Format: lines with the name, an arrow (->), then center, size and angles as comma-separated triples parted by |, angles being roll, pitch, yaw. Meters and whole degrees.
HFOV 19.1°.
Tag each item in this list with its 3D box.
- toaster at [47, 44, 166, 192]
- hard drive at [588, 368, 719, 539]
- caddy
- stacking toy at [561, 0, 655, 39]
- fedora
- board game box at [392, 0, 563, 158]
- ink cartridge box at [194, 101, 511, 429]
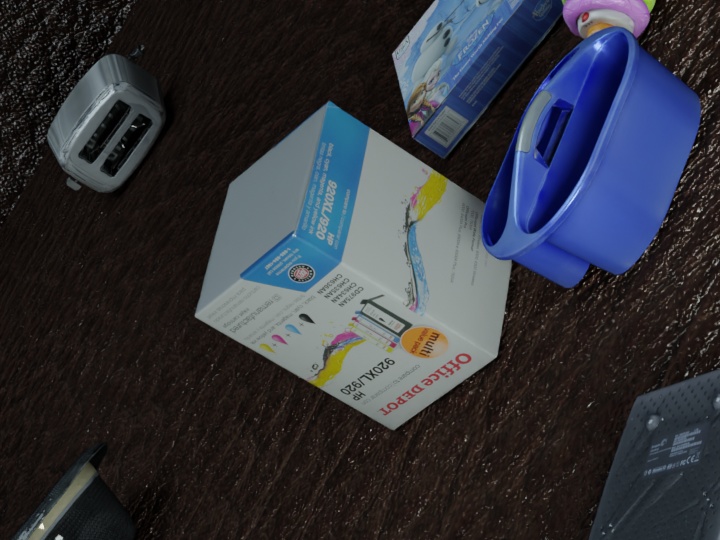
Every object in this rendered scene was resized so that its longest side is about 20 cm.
toaster -> -0.334, -0.200, 2.886 | 0.200, 0.113, 0.129 | -51, 25, 12
hard drive -> 0.187, 0.155, 1.269 | 0.135, 0.042, 0.201 | -27, 37, 55
caddy -> 0.161, -0.085, 1.583 | 0.141, 0.105, 0.201 | -18, 44, 59
stacking toy -> 0.201, -0.222, 1.729 | 0.116, 0.109, 0.201 | -26, 48, 51
fedora -> -0.278, 0.262, 2.086 | 0.201, 0.091, 0.201 | -52, 0, 0
board game box -> 0.112, -0.229, 1.995 | 0.200, 0.043, 0.199 | -51, 20, 19
ink cartridge box -> 0.000, 0.000, 1.699 | 0.147, 0.200, 0.145 | -37, 30, 43
